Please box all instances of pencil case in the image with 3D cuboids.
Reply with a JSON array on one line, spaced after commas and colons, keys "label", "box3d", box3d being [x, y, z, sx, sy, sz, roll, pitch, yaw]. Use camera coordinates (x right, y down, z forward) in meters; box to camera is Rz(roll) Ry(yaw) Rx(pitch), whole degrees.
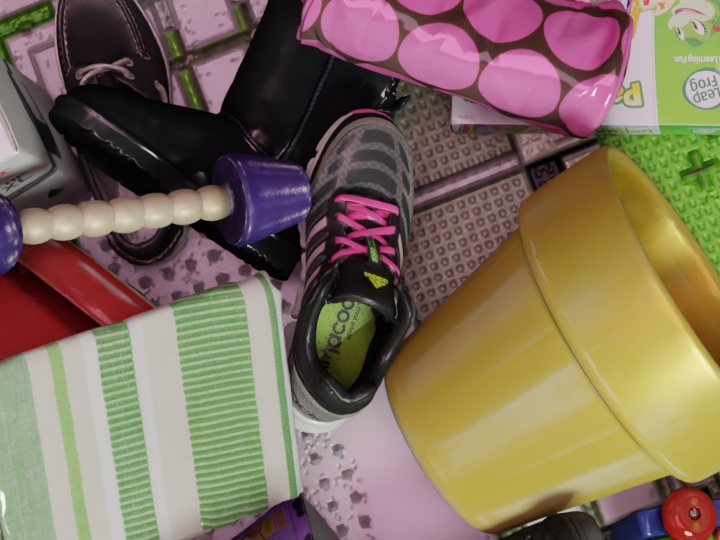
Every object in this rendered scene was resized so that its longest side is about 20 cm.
[{"label": "pencil case", "box3d": [0.065, -0.151, 1.195, 0.199, 0.091, 0.094, 19, 84, -2]}]

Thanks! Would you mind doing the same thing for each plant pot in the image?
[{"label": "plant pot", "box3d": [0.124, 0.057, 1.185, 0.188, 0.201, 0.201, -32, 83, 17]}, {"label": "plant pot", "box3d": [-0.193, 0.085, 1.198, 0.200, 0.200, 0.183, 36, 84, 6]}]

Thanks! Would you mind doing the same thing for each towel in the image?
[{"label": "towel", "box3d": [-0.122, 0.094, 1.117, 0.199, 0.023, 0.153, -20, 116, -33]}]

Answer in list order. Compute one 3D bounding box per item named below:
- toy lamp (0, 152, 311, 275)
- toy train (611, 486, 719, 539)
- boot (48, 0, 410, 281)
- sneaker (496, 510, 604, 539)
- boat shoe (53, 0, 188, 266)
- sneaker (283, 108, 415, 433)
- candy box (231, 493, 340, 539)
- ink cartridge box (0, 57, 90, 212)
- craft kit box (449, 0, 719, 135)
[{"label": "toy lamp", "box3d": [-0.124, -0.033, 1.141, 0.199, 0.058, 0.059, -11, 84, -26]}, {"label": "toy train", "box3d": [0.261, 0.187, 1.197, 0.199, 0.085, 0.116, -5, 74, -17]}, {"label": "boot", "box3d": [-0.076, -0.106, 1.231, 0.198, 0.073, 0.163, 33, 78, -18]}, {"label": "sneaker", "box3d": [0.067, 0.196, 1.185, 0.104, 0.200, 0.060, -11, 76, -22]}, {"label": "boat shoe", "box3d": [-0.159, -0.102, 1.277, 0.073, 0.060, 0.201, -10, 85, 2]}, {"label": "sneaker", "box3d": [0.000, 0.000, 1.182, 0.073, 0.087, 0.201, 15, 83, -20]}, {"label": "candy box", "box3d": [-0.089, 0.238, 1.186, 0.200, 0.168, 0.072, -38, 100, 1]}, {"label": "ink cartridge box", "box3d": [-0.263, -0.062, 1.212, 0.145, 0.200, 0.084, -27, 83, 2]}, {"label": "craft kit box", "box3d": [0.157, -0.187, 1.269, 0.199, 0.049, 0.199, 0, 88, 5]}]
